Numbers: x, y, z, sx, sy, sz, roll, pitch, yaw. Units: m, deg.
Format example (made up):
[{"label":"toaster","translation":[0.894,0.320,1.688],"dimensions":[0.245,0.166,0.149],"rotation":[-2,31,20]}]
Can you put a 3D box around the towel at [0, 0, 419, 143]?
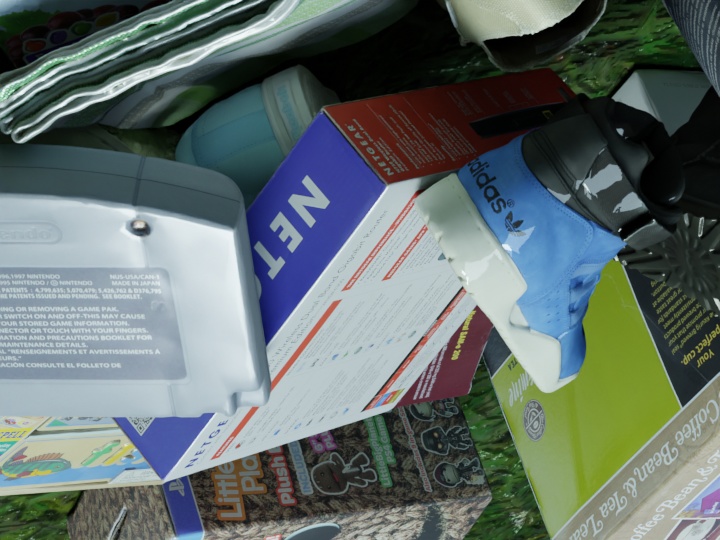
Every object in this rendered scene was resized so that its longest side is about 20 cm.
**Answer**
[{"label":"towel","translation":[-0.061,-0.092,1.220],"dimensions":[0.149,0.031,0.200],"rotation":[-21,177,16]}]

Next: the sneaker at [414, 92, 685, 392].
[{"label":"sneaker","translation":[0.101,-0.015,1.268],"dimensions":[0.111,0.077,0.200],"rotation":[-33,154,3]}]

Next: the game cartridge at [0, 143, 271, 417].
[{"label":"game cartridge","translation":[-0.142,0.006,1.197],"dimensions":[0.200,0.041,0.133],"rotation":[0,137,7]}]

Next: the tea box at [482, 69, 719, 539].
[{"label":"tea box","translation":[0.176,0.031,1.495],"dimensions":[0.133,0.197,0.200],"rotation":[1,147,-32]}]

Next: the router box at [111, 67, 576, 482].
[{"label":"router box","translation":[0.000,0.000,1.308],"dimensions":[0.179,0.049,0.200],"rotation":[-13,148,-53]}]

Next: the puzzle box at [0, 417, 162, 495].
[{"label":"puzzle box","translation":[-0.129,0.069,1.394],"dimensions":[0.200,0.025,0.133],"rotation":[0,148,-49]}]

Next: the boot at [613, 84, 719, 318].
[{"label":"boot","translation":[0.220,-0.059,1.323],"dimensions":[0.200,0.182,0.073],"rotation":[-34,137,-25]}]

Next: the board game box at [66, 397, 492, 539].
[{"label":"board game box","translation":[-0.050,0.139,1.654],"dimensions":[0.200,0.097,0.160],"rotation":[-6,149,-24]}]

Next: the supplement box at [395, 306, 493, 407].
[{"label":"supplement box","translation":[-0.032,0.033,1.515],"dimensions":[0.200,0.061,0.109],"rotation":[-8,150,-17]}]

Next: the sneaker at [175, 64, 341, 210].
[{"label":"sneaker","translation":[-0.042,-0.045,1.346],"dimensions":[0.082,0.074,0.200],"rotation":[-19,162,6]}]

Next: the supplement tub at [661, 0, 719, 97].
[{"label":"supplement tub","translation":[0.214,-0.115,1.229],"dimensions":[0.140,0.200,0.141],"rotation":[-10,132,-11]}]

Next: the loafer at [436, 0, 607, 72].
[{"label":"loafer","translation":[0.069,-0.122,1.239],"dimensions":[0.076,0.068,0.200],"rotation":[-28,175,8]}]

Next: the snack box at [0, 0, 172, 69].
[{"label":"snack box","translation":[-0.072,-0.159,1.156],"dimensions":[0.200,0.053,0.142],"rotation":[-22,153,5]}]

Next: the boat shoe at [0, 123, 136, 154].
[{"label":"boat shoe","translation":[-0.183,-0.040,1.262],"dimensions":[0.199,0.075,0.066],"rotation":[9,172,-24]}]

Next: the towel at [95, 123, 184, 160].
[{"label":"towel","translation":[-0.158,-0.010,1.388],"dimensions":[0.148,0.037,0.200],"rotation":[11,140,-45]}]
